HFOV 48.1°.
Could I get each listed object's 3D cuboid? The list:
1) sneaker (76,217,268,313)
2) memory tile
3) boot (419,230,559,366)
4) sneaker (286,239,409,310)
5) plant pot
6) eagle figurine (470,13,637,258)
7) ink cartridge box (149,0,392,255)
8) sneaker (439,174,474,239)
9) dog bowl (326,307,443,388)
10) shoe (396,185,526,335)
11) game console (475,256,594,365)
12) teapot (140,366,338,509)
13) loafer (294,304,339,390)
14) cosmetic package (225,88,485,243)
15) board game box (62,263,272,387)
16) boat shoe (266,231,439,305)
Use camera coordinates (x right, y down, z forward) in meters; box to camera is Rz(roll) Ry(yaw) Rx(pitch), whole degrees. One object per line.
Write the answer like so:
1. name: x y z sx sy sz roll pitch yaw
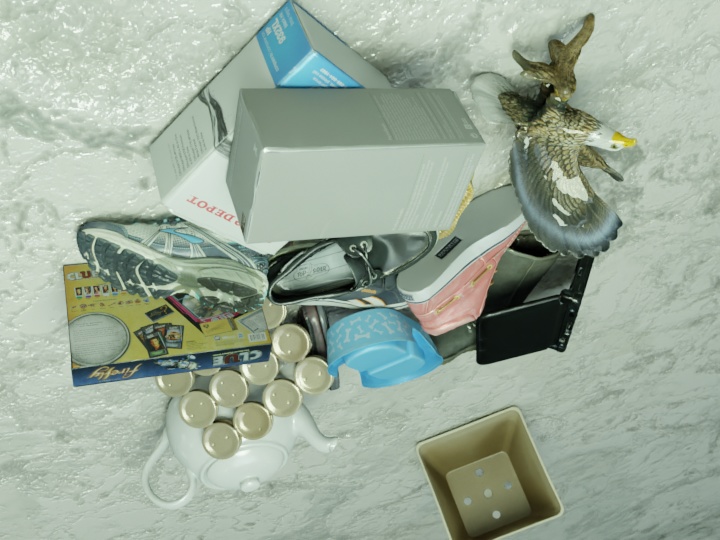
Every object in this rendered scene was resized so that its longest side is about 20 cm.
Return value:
1. sneaker: -0.191 -0.018 0.842 0.199 0.087 0.078 16 142 -9
2. memory tile: -0.144 0.131 1.002 0.200 0.153 0.017 -36 -175 10
3. boot: 0.163 0.038 1.082 0.181 0.073 0.200 -16 152 -31
4. sneaker: 0.000 0.000 0.949 0.199 0.079 0.079 -1 144 -23
5. plant pot: 0.232 0.393 1.474 0.199 0.200 0.177 -21 156 -1
6. eagle figurine: 0.211 -0.129 0.830 0.151 0.151 0.200 -28 137 -9
7. ink cartridge box: -0.075 -0.123 0.753 0.200 0.084 0.145 -40 141 21
8. sneaker: 0.079 -0.098 0.874 0.075 0.090 0.200 10 163 -11
9. dog bowl: 0.028 0.097 1.007 0.111 0.050 0.200 -24 156 18
10. shoe: 0.135 -0.011 0.965 0.200 0.071 0.091 -40 132 -11
11. game console: 0.235 0.036 1.079 0.116 0.176 0.200 17 160 14
12. teapot: -0.171 0.235 1.102 0.197 0.146 0.200 15 131 -38
13. loafer: -0.065 0.107 1.061 0.063 0.072 0.200 -13 145 -4
14. cosmetic package: -0.007 -0.091 0.689 0.199 0.090 0.107 -2 138 -22
15. board game box: -0.206 0.046 0.859 0.199 0.136 0.035 -5 141 -20
16. boat shoe: -0.014 -0.007 0.849 0.199 0.066 0.075 -11 117 12
